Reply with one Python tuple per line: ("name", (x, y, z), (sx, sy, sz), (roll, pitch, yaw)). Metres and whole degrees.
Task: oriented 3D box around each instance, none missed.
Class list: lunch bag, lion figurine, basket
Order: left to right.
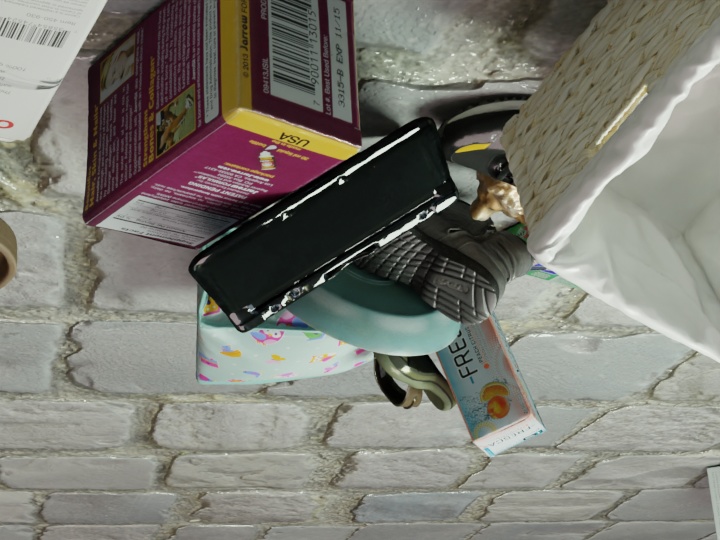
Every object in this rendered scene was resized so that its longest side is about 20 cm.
("lunch bag", (-0.059, 0.038, 1.335), (0.200, 0.122, 0.170), (1, 157, -6))
("lion figurine", (0.191, -0.034, 1.183), (0.200, 0.073, 0.122), (27, 176, 16))
("basket", (0.230, -0.076, 0.913), (0.200, 0.161, 0.198), (28, 117, -22))

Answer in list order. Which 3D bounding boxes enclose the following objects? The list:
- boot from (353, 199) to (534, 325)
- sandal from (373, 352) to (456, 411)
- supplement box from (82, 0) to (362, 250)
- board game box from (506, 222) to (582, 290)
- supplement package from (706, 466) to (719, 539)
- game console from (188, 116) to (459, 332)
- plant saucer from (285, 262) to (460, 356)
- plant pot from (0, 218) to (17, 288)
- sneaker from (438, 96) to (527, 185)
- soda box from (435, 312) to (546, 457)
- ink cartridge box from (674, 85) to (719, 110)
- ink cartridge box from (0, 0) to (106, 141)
("boot", (0.051, -0.037, 1.212), (0.070, 0.200, 0.132), (-52, 177, 29))
("sandal", (0.038, 0.096, 1.317), (0.057, 0.080, 0.201), (-39, 156, 6))
("supplement box", (-0.099, -0.112, 0.951), (0.103, 0.131, 0.200), (14, 153, -37))
("board game box", (0.242, -0.020, 1.358), (0.200, 0.029, 0.135), (14, 151, -36))
("supplement package", (0.693, 0.395, 2.267), (0.200, 0.152, 0.151), (-13, 155, 23))
("game console", (-0.039, -0.056, 1.041), (0.200, 0.176, 0.116), (-31, 124, -2))
("plant saucer", (0.000, 0.000, 1.197), (0.200, 0.200, 0.027), (8, 123, -26))
("plant pot", (-0.382, -0.046, 1.124), (0.201, 0.093, 0.201), (-3, 159, -1))
("sneaker", (0.158, -0.081, 1.114), (0.200, 0.090, 0.070), (3, 157, -16))
("soda box", (0.108, 0.074, 1.338), (0.064, 0.200, 0.068), (-26, 152, 10))
("ink cartridge box", (0.275, -0.110, 1.042), (0.200, 0.068, 0.116), (0, 134, -7))
("ink cartridge box", (-0.249, -0.170, 0.851), (0.147, 0.083, 0.200), (9, 154, -26))
